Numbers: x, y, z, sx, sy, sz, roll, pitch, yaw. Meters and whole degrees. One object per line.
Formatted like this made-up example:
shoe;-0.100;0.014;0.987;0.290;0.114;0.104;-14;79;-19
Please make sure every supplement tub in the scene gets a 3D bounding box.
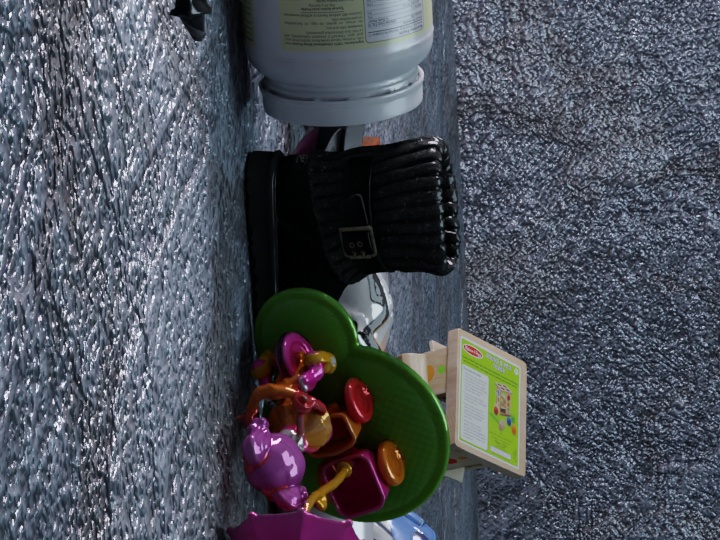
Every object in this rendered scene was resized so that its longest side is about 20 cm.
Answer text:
supplement tub;-0.019;-0.220;1.421;0.145;0.144;0.202;-73;161;-67

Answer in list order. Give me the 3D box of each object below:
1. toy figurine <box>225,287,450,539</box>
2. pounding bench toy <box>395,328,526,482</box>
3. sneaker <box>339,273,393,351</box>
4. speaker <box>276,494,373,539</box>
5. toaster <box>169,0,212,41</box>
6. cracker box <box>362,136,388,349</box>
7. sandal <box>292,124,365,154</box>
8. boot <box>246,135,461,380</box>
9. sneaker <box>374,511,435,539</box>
toy figurine;-0.038;0.135;1.388;0.201;0.149;0.184;65;24;-14
pounding bench toy;0.051;0.139;1.986;0.199;0.155;0.125;28;57;-46
sneaker;-0.009;0.082;1.743;0.080;0.073;0.202;-65;152;-69
speaker;-0.029;0.204;1.545;0.081;0.080;0.202;44;45;-80
toaster;-0.127;-0.189;0.671;0.181;0.118;0.202;4;85;-82
cracker box;-0.007;-0.011;1.822;0.134;0.057;0.202;-75;162;-67
sandal;-0.035;-0.090;1.623;0.075;0.048;0.202;1;-96;53
boot;0.000;0.001;1.481;0.080;0.156;0.213;-77;164;-62
sneaker;0.013;0.227;1.624;0.201;0.082;0.074;60;-36;29
